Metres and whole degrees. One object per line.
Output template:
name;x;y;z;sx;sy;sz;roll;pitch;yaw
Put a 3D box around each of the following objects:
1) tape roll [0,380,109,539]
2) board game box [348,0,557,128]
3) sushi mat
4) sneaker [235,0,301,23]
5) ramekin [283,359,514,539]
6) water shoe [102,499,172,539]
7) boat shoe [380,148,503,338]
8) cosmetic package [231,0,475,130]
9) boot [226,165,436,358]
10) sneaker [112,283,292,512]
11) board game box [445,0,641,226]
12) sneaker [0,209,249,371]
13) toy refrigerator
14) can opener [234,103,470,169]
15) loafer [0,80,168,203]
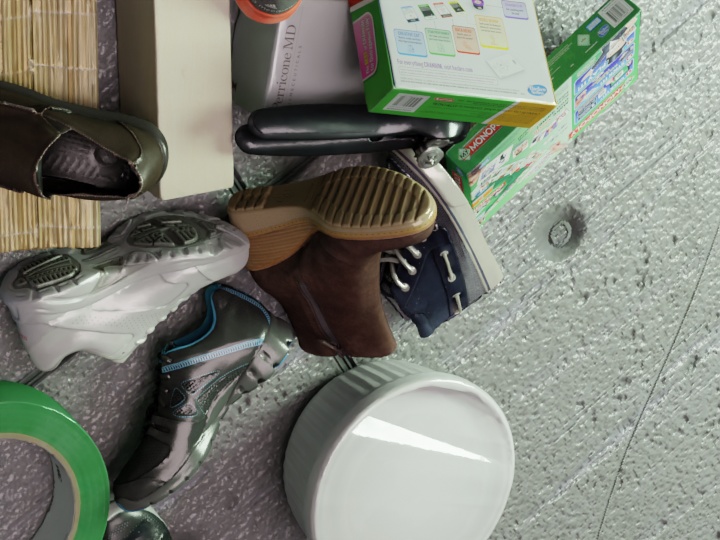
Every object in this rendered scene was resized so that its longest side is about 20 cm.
tape roll;-0.295;0.186;1.697;0.199;0.048;0.202;-12;115;-27
board game box;0.063;-0.214;1.677;0.152;0.040;0.202;4;65;-31
sushi mat;-0.242;-0.108;1.616;0.095;0.012;0.202;-2;111;-10
sneaker;-0.038;-0.282;1.603;0.077;0.082;0.202;16;73;-20
ramekin;0.026;0.169;1.854;0.201;0.094;0.204;-12;115;-26
water shoe;-0.166;0.277;1.793;0.071;0.079;0.201;-26;121;-19
boat shoe;0.047;-0.023;1.789;0.093;0.075;0.200;-40;135;-7
cosmetic package;0.002;-0.169;1.716;0.199;0.071;0.102;1;109;-31
boot;0.000;0.000;1.721;0.073;0.199;0.167;-60;135;-35
sneaker;-0.144;0.102;1.751;0.082;0.073;0.201;40;81;-19
board game box;0.153;-0.129;1.804;0.200;0.029;0.135;-43;163;-10
sneaker;-0.179;0.020;1.693;0.199;0.078;0.100;-17;124;-14
toy refrigerator;-0.138;-0.163;1.633;0.069;0.076;0.202;-12;115;-26
can opener;-0.003;-0.112;1.667;0.199;0.079;0.063;-11;156;-23
loafer;-0.238;-0.091;1.571;0.198;0.071;0.074;5;111;-4
